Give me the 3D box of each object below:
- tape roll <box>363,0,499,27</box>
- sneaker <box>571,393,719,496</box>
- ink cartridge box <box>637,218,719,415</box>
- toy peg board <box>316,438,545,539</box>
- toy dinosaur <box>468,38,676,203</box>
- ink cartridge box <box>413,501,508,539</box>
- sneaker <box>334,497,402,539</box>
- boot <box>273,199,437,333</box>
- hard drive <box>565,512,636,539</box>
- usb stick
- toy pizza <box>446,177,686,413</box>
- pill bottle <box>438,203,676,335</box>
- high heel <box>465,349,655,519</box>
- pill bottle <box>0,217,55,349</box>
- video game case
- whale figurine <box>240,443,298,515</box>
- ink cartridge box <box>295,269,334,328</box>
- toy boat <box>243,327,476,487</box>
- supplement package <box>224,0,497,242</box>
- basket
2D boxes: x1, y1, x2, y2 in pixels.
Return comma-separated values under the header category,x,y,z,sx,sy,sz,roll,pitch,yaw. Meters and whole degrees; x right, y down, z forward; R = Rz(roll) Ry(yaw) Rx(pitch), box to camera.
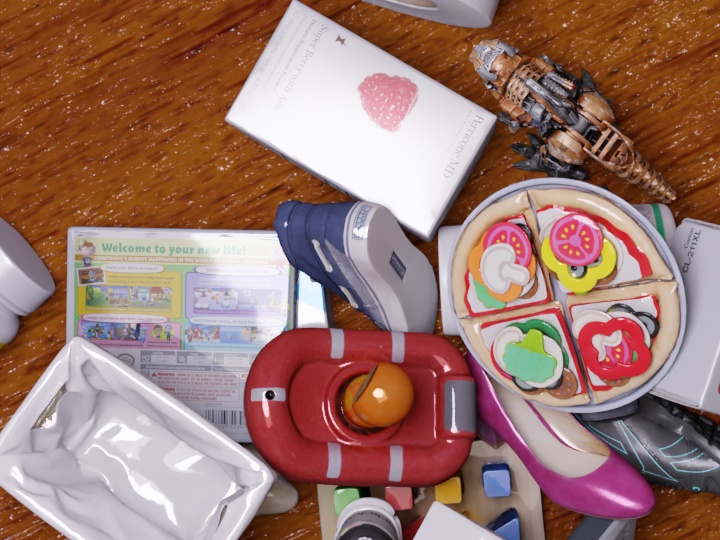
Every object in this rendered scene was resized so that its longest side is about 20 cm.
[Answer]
category,x,y,z,sx,sy,sz,roll,pitch,yaw
tape roll,0.025,-0.268,1.245,0.202,0.202,0.071,18,93,4
sneaker,0.270,0.156,1.301,0.200,0.075,0.079,36,107,10
ink cartridge box,0.336,0.055,1.228,0.200,0.083,0.146,16,93,-35
toy peg board,0.064,0.256,1.296,0.198,0.098,0.201,-6,90,5
toy dinosaur,0.175,-0.120,1.265,0.102,0.136,0.200,-32,88,3
ink cartridge box,0.092,0.269,1.200,0.067,0.200,0.116,26,82,30
sneaker,-0.002,0.290,1.209,0.073,0.087,0.201,6,91,5
boot,0.000,0.000,1.274,0.090,0.200,0.073,8,61,26
hard drive,0.160,0.291,1.224,0.033,0.200,0.140,25,136,29
usb stick,0.191,0.031,1.209,0.055,0.033,0.201,-7,108,7
toy pizza,0.158,0.025,1.180,0.200,0.032,0.201,11,115,23
pill bottle,0.169,0.004,1.278,0.199,0.113,0.114,-3,90,5
high heel,0.163,0.131,1.243,0.067,0.200,0.096,-30,131,-25
pill bottle,-0.378,0.045,1.323,0.200,0.114,0.114,-39,87,4
video game case,-0.155,0.055,1.284,0.199,0.022,0.183,1,92,6
whale figurine,-0.157,0.228,1.326,0.200,0.104,0.159,-31,78,-19
ink cartridge box,-0.125,0.045,1.325,0.199,0.067,0.116,-7,91,4
toy boat,0.006,0.106,1.208,0.199,0.131,0.131,3,76,-12
supplement package,0.004,-0.126,1.287,0.200,0.120,0.122,30,91,4
basket,-0.179,0.161,1.210,0.200,0.123,0.136,35,87,3
